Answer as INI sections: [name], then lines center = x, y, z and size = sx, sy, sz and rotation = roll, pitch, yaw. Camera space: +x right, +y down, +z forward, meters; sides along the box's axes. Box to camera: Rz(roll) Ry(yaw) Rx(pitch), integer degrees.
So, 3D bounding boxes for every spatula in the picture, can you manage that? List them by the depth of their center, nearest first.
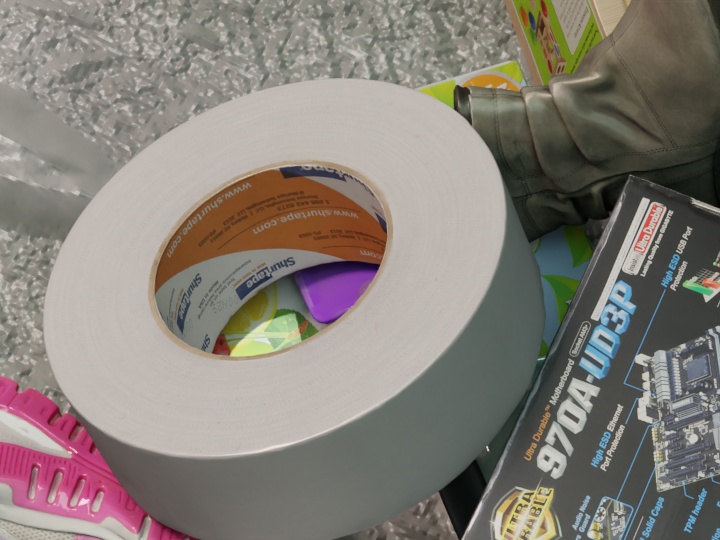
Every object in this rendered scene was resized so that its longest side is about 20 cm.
[spatula]
center = 0.022, 0.047, 1.191
size = 0.056, 0.021, 0.200
rotation = -30, 62, 9

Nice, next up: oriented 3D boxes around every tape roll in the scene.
[tape roll]
center = -0.027, 0.015, 1.154
size = 0.200, 0.066, 0.201
rotation = -12, 46, 13

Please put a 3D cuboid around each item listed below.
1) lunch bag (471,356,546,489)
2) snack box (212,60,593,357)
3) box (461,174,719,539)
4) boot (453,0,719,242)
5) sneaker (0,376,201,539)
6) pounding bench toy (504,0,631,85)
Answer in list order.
[lunch bag]
center = 0.145, 0.118, 1.214
size = 0.199, 0.122, 0.171
rotation = -6, 70, -3
[snack box]
center = 0.000, 0.000, 1.274
size = 0.200, 0.053, 0.143
rotation = -16, 74, -12
[box]
center = 0.145, 0.075, 1.138
size = 0.159, 0.046, 0.200
rotation = 21, 62, 11
[boot]
center = 0.099, -0.076, 1.170
size = 0.130, 0.200, 0.068
rotation = -10, 53, 6
[sneaker]
center = -0.110, 0.114, 1.202
size = 0.200, 0.088, 0.081
rotation = 20, 39, 6
[pounding bench toy]
center = 0.164, -0.151, 1.271
size = 0.156, 0.200, 0.124
rotation = -15, 72, -11
